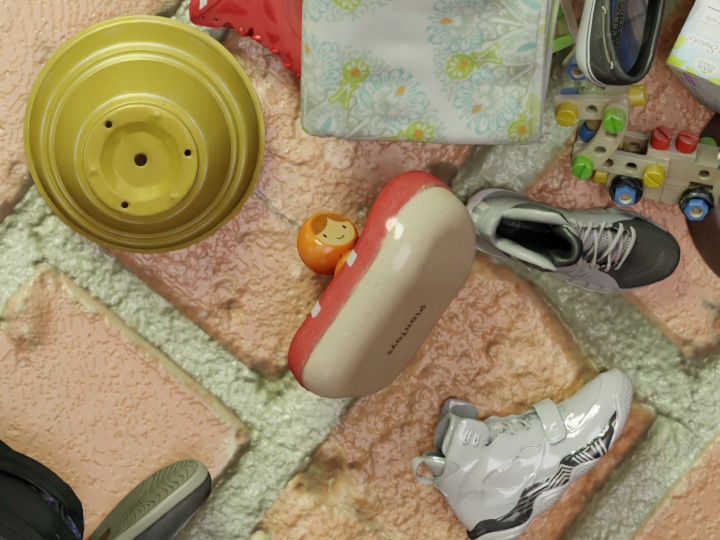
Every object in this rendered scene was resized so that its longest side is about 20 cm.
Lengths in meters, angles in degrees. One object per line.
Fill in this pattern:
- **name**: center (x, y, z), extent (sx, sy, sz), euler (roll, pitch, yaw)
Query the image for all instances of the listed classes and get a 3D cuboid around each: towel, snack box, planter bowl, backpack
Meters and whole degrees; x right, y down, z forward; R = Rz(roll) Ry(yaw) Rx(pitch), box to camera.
- **towel**: center (0.053, -0.176, 1.314), extent (0.198, 0.048, 0.172), euler (3, 126, 0)
- **snack box**: center (0.333, -0.231, 1.383), extent (0.067, 0.169, 0.201), euler (25, 92, 22)
- **planter bowl**: center (-0.175, -0.097, 1.355), extent (0.199, 0.084, 0.202), euler (-1, 108, -4)
- **backpack**: center (-0.333, 0.212, 1.363), extent (0.199, 0.163, 0.168), euler (29, 123, -12)

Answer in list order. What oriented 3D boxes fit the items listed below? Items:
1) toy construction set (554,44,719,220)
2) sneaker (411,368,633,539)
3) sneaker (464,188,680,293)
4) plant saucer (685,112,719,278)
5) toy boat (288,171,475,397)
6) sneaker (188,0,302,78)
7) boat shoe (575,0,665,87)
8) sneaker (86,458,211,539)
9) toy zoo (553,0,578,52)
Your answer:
- **toy construction set**: center (0.255, -0.107, 1.409), extent (0.199, 0.092, 0.132), euler (22, 137, 16)
- **sneaker**: center (0.139, 0.140, 1.464), extent (0.115, 0.075, 0.200), euler (43, 94, -16)
- **sneaker**: center (0.188, -0.016, 1.425), extent (0.198, 0.116, 0.076), euler (9, 98, -10)
- **plant saucer**: center (0.385, -0.070, 1.491), extent (0.199, 0.034, 0.202), euler (-1, 99, -8)
- **toy boat**: center (0.000, 0.000, 1.397), extent (0.131, 0.130, 0.201), euler (43, 109, 24)
- **sneaker**: center (-0.069, -0.200, 1.392), extent (0.115, 0.078, 0.201), euler (-15, 112, 19)
- **boat shoe**: center (0.210, -0.238, 1.288), extent (0.069, 0.066, 0.202), euler (7, 99, -24)
- **sneaker**: center (-0.177, 0.255, 1.441), extent (0.200, 0.075, 0.106), euler (-44, 108, 9)
- **toy zoo**: center (0.080, -0.217, 1.397), extent (0.199, 0.020, 0.132), euler (-24, 102, -21)
